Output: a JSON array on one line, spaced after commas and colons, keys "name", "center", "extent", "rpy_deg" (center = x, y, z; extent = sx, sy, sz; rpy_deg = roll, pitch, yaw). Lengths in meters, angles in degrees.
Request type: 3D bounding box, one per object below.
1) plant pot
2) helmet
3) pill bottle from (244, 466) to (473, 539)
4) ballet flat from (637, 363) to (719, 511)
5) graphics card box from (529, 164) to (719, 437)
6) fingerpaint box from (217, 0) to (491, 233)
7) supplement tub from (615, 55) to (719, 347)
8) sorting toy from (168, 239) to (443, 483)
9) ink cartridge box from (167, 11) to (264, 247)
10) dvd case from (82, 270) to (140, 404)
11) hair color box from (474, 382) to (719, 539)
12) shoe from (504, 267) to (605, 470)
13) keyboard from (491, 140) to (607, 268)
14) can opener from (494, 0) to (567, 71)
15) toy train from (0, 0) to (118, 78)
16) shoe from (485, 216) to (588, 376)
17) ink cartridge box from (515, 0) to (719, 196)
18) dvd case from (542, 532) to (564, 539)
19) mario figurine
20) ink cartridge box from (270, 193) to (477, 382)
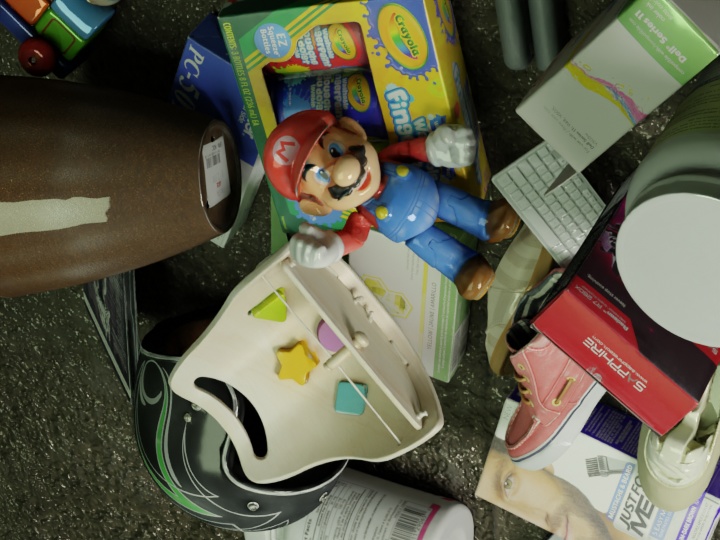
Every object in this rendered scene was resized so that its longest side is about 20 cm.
[{"name": "plant pot", "center": [-0.206, -0.074, 1.562], "extent": [0.199, 0.187, 0.188], "rpy_deg": [-2, 125, 19]}, {"name": "helmet", "center": [-0.110, 0.140, 1.721], "extent": [0.199, 0.200, 0.192], "rpy_deg": [1, 111, 34]}, {"name": "pill bottle", "center": [-0.003, 0.249, 1.794], "extent": [0.199, 0.113, 0.114], "rpy_deg": [15, 133, 25]}, {"name": "ballet flat", "center": [0.257, 0.112, 1.486], "extent": [0.069, 0.069, 0.201], "rpy_deg": [21, 115, 18]}, {"name": "graphics card box", "center": [0.216, 0.011, 1.371], "extent": [0.125, 0.200, 0.051], "rpy_deg": [40, 133, -1]}, {"name": "fingerpaint box", "center": [-0.001, -0.133, 1.467], "extent": [0.166, 0.074, 0.201], "rpy_deg": [-3, 124, 18]}, {"name": "supplement tub", "center": [0.265, -0.057, 1.278], "extent": [0.144, 0.200, 0.146], "rpy_deg": [19, 134, 21]}, {"name": "sorting toy", "center": [-0.059, 0.087, 1.578], "extent": [0.180, 0.107, 0.200], "rpy_deg": [-36, 104, 15]}, {"name": "ink cartridge box", "center": [-0.122, -0.117, 1.616], "extent": [0.094, 0.044, 0.200], "rpy_deg": [32, 137, 6]}, {"name": "dvd case", "center": [-0.234, 0.005, 1.757], "extent": [0.149, 0.016, 0.201], "rpy_deg": [-123, 26, -42]}, {"name": "hair color box", "center": [0.208, 0.180, 1.609], "extent": [0.199, 0.065, 0.110], "rpy_deg": [25, 122, 17]}, {"name": "shoe", "center": [0.146, 0.077, 1.496], "extent": [0.090, 0.072, 0.200], "rpy_deg": [21, 131, -17]}, {"name": "keyboard", "center": [0.171, -0.025, 1.445], "extent": [0.056, 0.011, 0.200], "rpy_deg": [-38, 128, 6]}, {"name": "can opener", "center": [0.109, -0.226, 1.349], "extent": [0.052, 0.067, 0.201], "rpy_deg": [10, 135, 27]}, {"name": "toy train", "center": [-0.287, -0.268, 1.581], "extent": [0.200, 0.085, 0.116], "rpy_deg": [45, 127, -6]}, {"name": "shoe", "center": [0.143, 0.007, 1.529], "extent": [0.053, 0.070, 0.201], "rpy_deg": [52, 141, 29]}, {"name": "ink cartridge box", "center": [0.185, -0.147, 1.318], "extent": [0.067, 0.117, 0.200], "rpy_deg": [44, 137, -4]}, {"name": "dvd case", "center": [0.257, 0.294, 1.716], "extent": [0.200, 0.025, 0.151], "rpy_deg": [38, 138, 3]}, {"name": "mario figurine", "center": [0.021, -0.053, 1.400], "extent": [0.199, 0.124, 0.106], "rpy_deg": [25, 140, -12]}, {"name": "ink cartridge box", "center": [0.000, 0.000, 1.630], "extent": [0.199, 0.048, 0.146], "rpy_deg": [19, 135, 17]}]
